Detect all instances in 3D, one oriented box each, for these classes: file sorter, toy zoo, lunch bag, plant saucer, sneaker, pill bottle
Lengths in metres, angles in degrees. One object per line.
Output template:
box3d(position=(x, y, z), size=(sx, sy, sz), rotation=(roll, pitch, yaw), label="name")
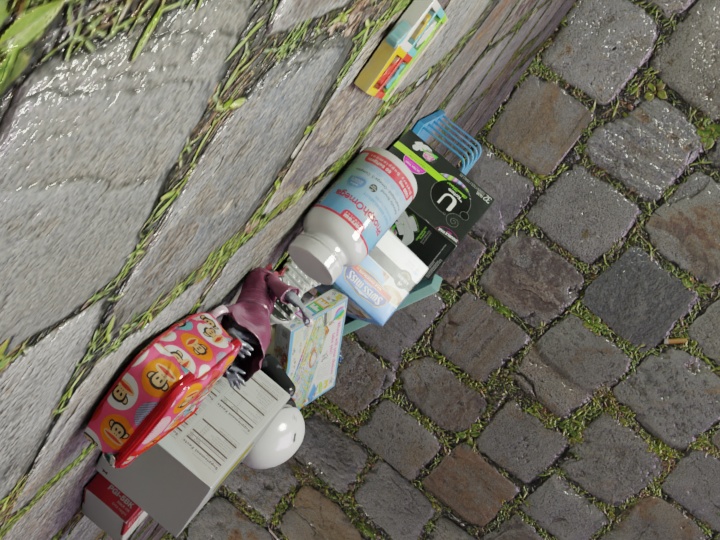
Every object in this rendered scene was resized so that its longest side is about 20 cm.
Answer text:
box3d(position=(0.141, -0.209, 2.076), size=(0.139, 0.123, 0.200), rotation=(-52, 177, 21), label="file sorter")
box3d(position=(0.049, -0.262, 1.269), size=(0.131, 0.020, 0.200), rotation=(-53, 176, 11), label="toy zoo")
box3d(position=(-0.238, 0.146, 1.271), size=(0.176, 0.082, 0.200), rotation=(-49, 176, 21), label="lunch bag")
box3d(position=(0.052, 0.059, 1.921), size=(0.199, 0.019, 0.070), rotation=(-27, -168, 18), label="plant saucer")
box3d(position=(-0.110, 0.019, 1.715), size=(0.081, 0.075, 0.200), rotation=(-32, -168, 47), label="sneaker")
box3d(position=(-0.013, -0.078, 1.577), size=(0.200, 0.109, 0.109), rotation=(-51, 176, -22), label="pill bottle")

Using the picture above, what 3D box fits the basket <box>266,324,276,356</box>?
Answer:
box3d(position=(-0.143, 0.147, 1.864), size=(0.177, 0.139, 0.200), rotation=(-54, 179, -1), label="basket")

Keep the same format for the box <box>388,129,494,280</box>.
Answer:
box3d(position=(0.102, -0.116, 1.889), size=(0.149, 0.200, 0.124), rotation=(-48, 176, -37), label="box")

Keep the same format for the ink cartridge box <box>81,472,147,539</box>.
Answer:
box3d(position=(-0.318, 0.295, 1.614), size=(0.200, 0.083, 0.147), rotation=(-49, 174, -29), label="ink cartridge box")

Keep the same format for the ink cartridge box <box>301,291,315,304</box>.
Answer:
box3d(position=(-0.165, 0.124, 2.196), size=(0.200, 0.037, 0.095), rotation=(-54, 177, -4), label="ink cartridge box")

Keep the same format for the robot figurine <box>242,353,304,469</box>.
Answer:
box3d(position=(-0.171, 0.214, 1.678), size=(0.124, 0.200, 0.151), rotation=(-30, 152, -19), label="robot figurine")

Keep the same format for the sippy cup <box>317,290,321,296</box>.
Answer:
box3d(position=(0.002, -0.006, 2.059), size=(0.130, 0.139, 0.179), rotation=(125, -19, -66), label="sippy cup")

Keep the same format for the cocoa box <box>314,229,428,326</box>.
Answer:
box3d(position=(0.000, 0.000, 1.866), size=(0.131, 0.133, 0.200), rotation=(-50, -164, -11), label="cocoa box")

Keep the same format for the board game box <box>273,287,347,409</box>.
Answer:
box3d(position=(-0.088, 0.141, 1.786), size=(0.134, 0.034, 0.201), rotation=(-29, 141, -40), label="board game box")

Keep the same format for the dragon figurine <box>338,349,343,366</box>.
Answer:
box3d(position=(-0.069, 0.123, 2.009), size=(0.200, 0.059, 0.100), rotation=(-162, -98, -77), label="dragon figurine")

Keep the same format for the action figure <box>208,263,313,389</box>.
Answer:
box3d(position=(-0.153, 0.055, 1.460), size=(0.134, 0.149, 0.201), rotation=(-29, -149, 37), label="action figure")

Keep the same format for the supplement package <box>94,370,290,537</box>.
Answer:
box3d(position=(-0.229, 0.222, 1.481), size=(0.200, 0.150, 0.152), rotation=(-47, 175, -47), label="supplement package")
